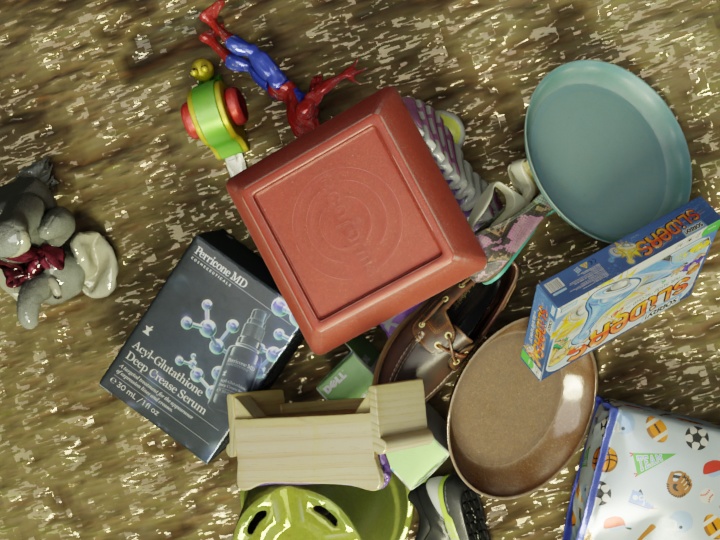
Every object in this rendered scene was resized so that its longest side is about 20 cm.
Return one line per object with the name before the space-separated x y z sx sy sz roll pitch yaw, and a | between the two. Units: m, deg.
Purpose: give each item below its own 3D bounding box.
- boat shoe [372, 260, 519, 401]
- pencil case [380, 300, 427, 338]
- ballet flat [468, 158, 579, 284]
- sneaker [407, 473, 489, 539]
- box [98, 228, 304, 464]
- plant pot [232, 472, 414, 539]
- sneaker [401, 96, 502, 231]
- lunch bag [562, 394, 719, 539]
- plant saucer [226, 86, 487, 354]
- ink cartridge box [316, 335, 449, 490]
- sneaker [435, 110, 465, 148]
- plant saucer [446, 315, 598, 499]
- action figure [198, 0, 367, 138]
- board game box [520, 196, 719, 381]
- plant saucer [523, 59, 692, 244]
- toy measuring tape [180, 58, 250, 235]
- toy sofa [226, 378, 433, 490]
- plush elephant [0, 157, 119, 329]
boat shoe | 0.087 0.061 1.158 0.070 0.070 0.200 42 73 -28
pencil case | 0.000 0.000 1.198 0.200 0.084 0.086 38 86 -17
ballet flat | 0.161 -0.067 1.156 0.200 0.069 0.071 -43 101 -31
sneaker | 0.099 0.315 1.261 0.083 0.072 0.201 -9 93 29
box | -0.158 0.080 1.245 0.148 0.107 0.200 35 99 4
plant pot | -0.052 0.267 1.209 0.200 0.184 0.201 1 96 9
sneaker | 0.073 -0.088 1.179 0.088 0.081 0.200 -24 128 21
lunch bag | 0.305 0.247 1.188 0.169 0.124 0.201 12 90 4
plant saucer | -0.010 -0.045 1.107 0.200 0.037 0.200 -28 88 13
ink cartridge box | 0.011 0.132 1.227 0.059 0.104 0.200 -44 89 9
sneaker | 0.017 -0.113 1.216 0.199 0.076 0.076 -21 91 9
plant saucer | 0.163 0.139 1.197 0.200 0.037 0.201 -9 108 -30
action figure | -0.073 -0.216 1.222 0.099 0.065 0.200 -37 75 -19
board game box | 0.254 0.019 1.129 0.200 0.136 0.034 -27 59 -17
plant saucer | 0.247 -0.116 1.159 0.200 0.027 0.201 7 71 -21
toy measuring tape | -0.147 -0.133 1.241 0.073 0.074 0.201 -17 93 9
toy sofa | -0.033 0.161 1.123 0.200 0.083 0.098 -9 85 36
plush elephant | -0.362 -0.013 1.251 0.164 0.200 0.155 -11 117 22
